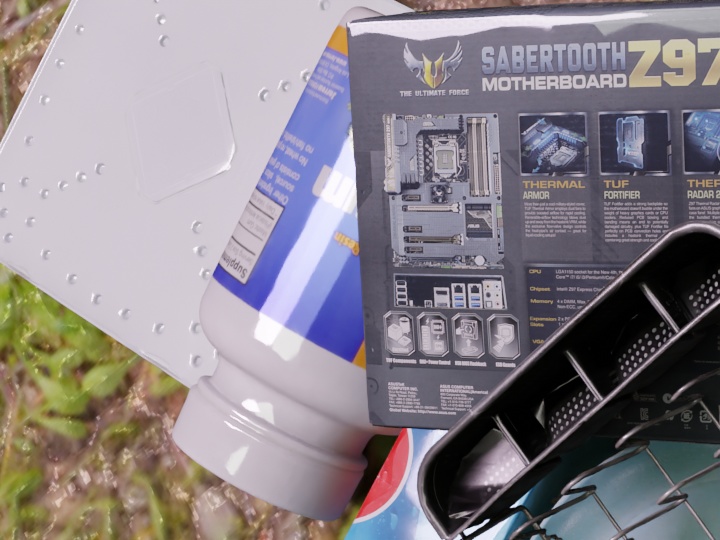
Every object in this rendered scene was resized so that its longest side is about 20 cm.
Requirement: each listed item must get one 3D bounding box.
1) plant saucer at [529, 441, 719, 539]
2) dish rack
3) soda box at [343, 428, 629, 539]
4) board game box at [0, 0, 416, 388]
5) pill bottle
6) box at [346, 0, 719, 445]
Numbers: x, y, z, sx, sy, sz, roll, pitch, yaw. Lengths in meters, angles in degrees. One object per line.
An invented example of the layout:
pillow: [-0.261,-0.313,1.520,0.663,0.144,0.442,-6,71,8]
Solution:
plant saucer: [0.132,0.158,0.777,0.200,0.027,0.201,-11,73,39]
dish rack: [0.131,0.100,0.712,0.153,0.054,0.200,-45,71,26]
soda box: [0.045,0.105,0.874,0.068,0.064,0.201,31,95,32]
board game box: [-0.080,-0.063,1.011,0.200,0.026,0.201,30,95,33]
pill bottle: [0.000,0.000,0.896,0.112,0.112,0.201,29,94,33]
box: [0.095,-0.019,0.775,0.199,0.051,0.159,0,99,26]
